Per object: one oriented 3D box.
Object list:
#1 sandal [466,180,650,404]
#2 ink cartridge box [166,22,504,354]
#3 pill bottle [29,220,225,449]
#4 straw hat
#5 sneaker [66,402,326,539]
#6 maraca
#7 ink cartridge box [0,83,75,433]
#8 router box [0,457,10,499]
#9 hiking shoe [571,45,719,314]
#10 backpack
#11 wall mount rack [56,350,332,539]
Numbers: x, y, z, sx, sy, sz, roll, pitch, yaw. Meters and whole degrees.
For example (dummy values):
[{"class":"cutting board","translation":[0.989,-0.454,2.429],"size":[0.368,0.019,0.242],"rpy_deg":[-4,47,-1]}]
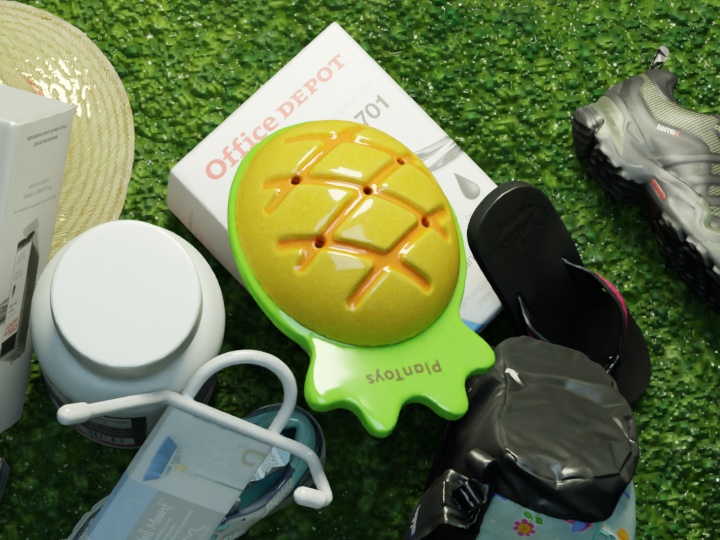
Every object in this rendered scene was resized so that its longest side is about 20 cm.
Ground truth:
[{"class":"sandal","translation":[0.125,0.028,1.220],"size":[0.075,0.200,0.045],"rpy_deg":[-46,42,-10]},{"class":"ink cartridge box","translation":[-0.002,-0.027,1.260],"size":[0.146,0.086,0.200],"rpy_deg":[-43,86,-12]},{"class":"pill bottle","translation":[-0.134,0.035,1.175],"size":[0.110,0.200,0.112],"rpy_deg":[1,77,-6]},{"class":"straw hat","translation":[-0.231,-0.085,1.251],"size":[0.199,0.085,0.203],"rpy_deg":[1,78,-4]},{"class":"sneaker","translation":[-0.107,0.142,1.212],"size":[0.200,0.086,0.078],"rpy_deg":[-39,84,-11]},{"class":"maraca","translation":[0.000,0.000,1.147],"size":[0.136,0.107,0.201],"rpy_deg":[-13,64,-18]},{"class":"ink cartridge box","translation":[-0.260,-0.013,1.180],"size":[0.146,0.083,0.201],"rpy_deg":[17,106,13]},{"class":"router box","translation":[-0.313,0.185,1.202],"size":[0.156,0.052,0.201],"rpy_deg":[16,77,-1]},{"class":"hiking shoe","translation":[0.229,-0.051,1.289],"size":[0.101,0.076,0.200],"rpy_deg":[-40,83,-8]},{"class":"backpack","translation":[0.089,0.160,1.176],"size":[0.126,0.167,0.201],"rpy_deg":[19,117,4]},{"class":"wall mount rack","translation":[-0.118,0.129,1.109],"size":[0.173,0.075,0.201],"rpy_deg":[23,113,-27]}]
